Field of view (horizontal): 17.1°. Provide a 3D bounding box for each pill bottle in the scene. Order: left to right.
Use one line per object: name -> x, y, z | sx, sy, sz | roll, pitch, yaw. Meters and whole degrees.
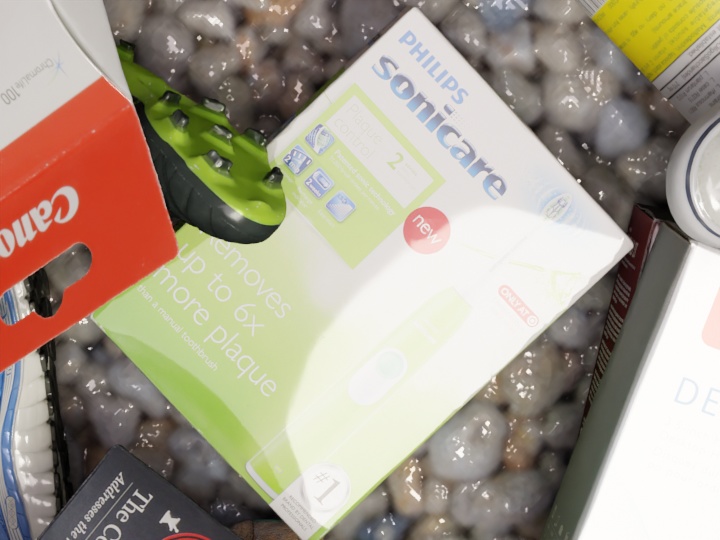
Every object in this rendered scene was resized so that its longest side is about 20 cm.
pill bottle -> 0.176, -0.107, 1.052 | 0.104, 0.104, 0.200 | -43, 89, 5

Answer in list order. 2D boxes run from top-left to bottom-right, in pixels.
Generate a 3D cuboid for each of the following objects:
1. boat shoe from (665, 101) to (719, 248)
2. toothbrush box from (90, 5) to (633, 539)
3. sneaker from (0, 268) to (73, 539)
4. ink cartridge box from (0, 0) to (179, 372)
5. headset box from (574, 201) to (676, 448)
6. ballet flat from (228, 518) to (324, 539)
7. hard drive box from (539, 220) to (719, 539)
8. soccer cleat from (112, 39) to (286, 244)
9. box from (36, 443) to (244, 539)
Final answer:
boat shoe -> 0.226, -0.047, 0.960 | 0.201, 0.086, 0.075 | -8, 95, -19
toothbrush box -> 0.000, 0.000, 1.084 | 0.200, 0.086, 0.146 | -42, 95, 3
sneaker -> -0.184, 0.047, 1.092 | 0.089, 0.079, 0.201 | -5, 98, -2
ink cartridge box -> -0.169, -0.066, 1.018 | 0.162, 0.057, 0.201 | -31, 64, 35
headset box -> 0.181, 0.064, 1.098 | 0.148, 0.075, 0.201 | 12, 97, -2
ballet flat -> -0.014, 0.211, 1.122 | 0.067, 0.068, 0.201 | -16, 99, -4
hard drive box -> 0.169, 0.100, 1.026 | 0.155, 0.077, 0.201 | 19, 96, -3
soccer cleat -> -0.100, -0.047, 1.041 | 0.067, 0.200, 0.081 | 14, 107, -42
box -> -0.094, 0.213, 1.011 | 0.182, 0.104, 0.200 | 36, 69, 6
